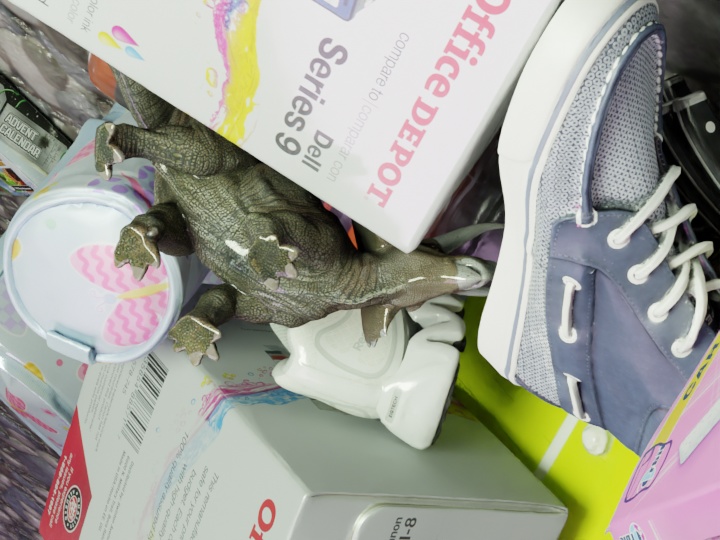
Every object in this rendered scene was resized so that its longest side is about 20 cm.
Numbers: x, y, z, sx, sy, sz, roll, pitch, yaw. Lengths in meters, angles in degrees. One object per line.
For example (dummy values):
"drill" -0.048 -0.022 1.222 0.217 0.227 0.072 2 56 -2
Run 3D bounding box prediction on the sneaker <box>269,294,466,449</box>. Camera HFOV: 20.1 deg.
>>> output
"sneaker" 0.000 0.000 0.919 0.081 0.200 0.075 11 118 -7

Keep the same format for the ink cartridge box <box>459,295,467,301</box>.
"ink cartridge box" 0.010 0.009 1.101 0.099 0.039 0.200 16 152 43

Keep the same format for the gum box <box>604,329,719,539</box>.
"gum box" 0.165 0.020 0.647 0.066 0.200 0.113 36 158 -5

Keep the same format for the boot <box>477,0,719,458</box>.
"boot" 0.100 -0.013 0.715 0.090 0.073 0.200 34 149 22

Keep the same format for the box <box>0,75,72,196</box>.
"box" -0.279 -0.105 1.286 0.137 0.040 0.200 45 157 -30

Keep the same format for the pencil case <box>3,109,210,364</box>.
"pencil case" -0.087 -0.037 0.922 0.083 0.200 0.091 35 121 -2

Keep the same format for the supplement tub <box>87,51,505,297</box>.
"supplement tub" -0.007 -0.070 0.850 0.200 0.107 0.107 34 160 3

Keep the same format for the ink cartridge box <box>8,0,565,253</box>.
"ink cartridge box" -0.023 -0.123 0.721 0.200 0.088 0.145 32 136 1

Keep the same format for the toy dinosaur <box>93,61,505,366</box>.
"toy dinosaur" -0.049 -0.024 0.778 0.200 0.077 0.102 35 -156 13

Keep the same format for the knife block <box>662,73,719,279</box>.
"knife block" 0.182 0.008 0.762 0.200 0.064 0.176 32 156 28

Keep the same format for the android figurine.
"android figurine" 0.083 0.065 0.940 0.041 0.182 0.200 3 -143 -39

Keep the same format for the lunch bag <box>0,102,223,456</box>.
"lunch bag" -0.134 0.021 1.159 0.127 0.170 0.200 19 159 42

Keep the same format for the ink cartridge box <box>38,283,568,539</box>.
"ink cartridge box" -0.033 0.115 0.930 0.144 0.146 0.200 8 -157 -34
